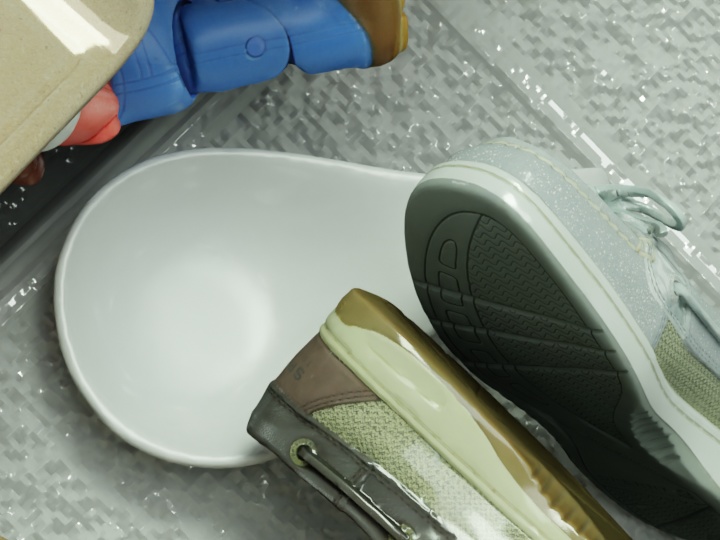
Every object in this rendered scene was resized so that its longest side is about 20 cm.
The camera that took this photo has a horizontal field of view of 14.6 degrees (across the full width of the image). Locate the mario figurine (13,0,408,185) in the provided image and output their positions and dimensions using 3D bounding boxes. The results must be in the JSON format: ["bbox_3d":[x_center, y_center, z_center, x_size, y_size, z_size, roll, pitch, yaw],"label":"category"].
[{"bbox_3d":[-0.090,-0.077,0.830,0.199,0.124,0.106,-21,77,-19],"label":"mario figurine"}]

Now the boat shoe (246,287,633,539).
[{"bbox_3d":[0.048,0.095,0.825,0.065,0.073,0.200,-43,82,8],"label":"boat shoe"}]

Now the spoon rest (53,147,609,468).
[{"bbox_3d":[0.000,0.000,0.875,0.199,0.061,0.100,-14,78,-25],"label":"spoon rest"}]

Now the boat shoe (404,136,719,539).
[{"bbox_3d":[0.080,0.016,0.850,0.202,0.074,0.065,45,63,-42],"label":"boat shoe"}]

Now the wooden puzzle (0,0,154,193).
[{"bbox_3d":[-0.177,-0.058,0.694,0.185,0.037,0.200,40,63,0],"label":"wooden puzzle"}]

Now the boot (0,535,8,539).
[{"bbox_3d":[-0.156,0.004,0.740,0.066,0.174,0.201,0,87,-52],"label":"boot"}]
